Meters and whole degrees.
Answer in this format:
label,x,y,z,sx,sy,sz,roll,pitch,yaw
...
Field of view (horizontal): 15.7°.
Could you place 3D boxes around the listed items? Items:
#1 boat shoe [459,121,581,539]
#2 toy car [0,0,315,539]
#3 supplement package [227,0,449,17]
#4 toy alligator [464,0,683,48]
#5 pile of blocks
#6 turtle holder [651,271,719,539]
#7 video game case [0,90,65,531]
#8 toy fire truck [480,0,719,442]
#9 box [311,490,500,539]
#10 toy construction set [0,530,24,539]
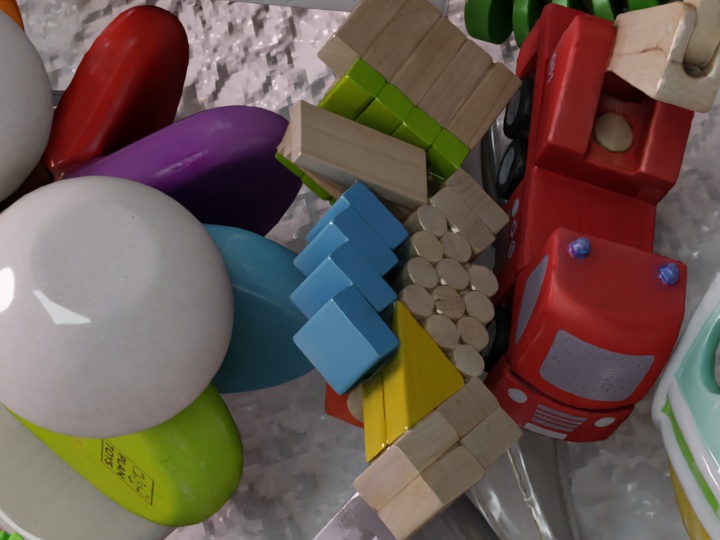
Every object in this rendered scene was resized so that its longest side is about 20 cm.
label,x,y,z,sx,sy,sz,roll,pitch,yaw
boat shoe,0.047,0.018,0.871,0.069,0.071,0.200,-22,69,10
toy car,-0.089,-0.013,0.860,0.150,0.175,0.200,-36,72,-22
supplement package,-0.063,-0.165,0.851,0.199,0.110,0.114,5,47,-4
toy alligator,0.103,-0.105,0.894,0.199,0.059,0.054,-4,73,18
pile of blocks,0.000,0.000,0.801,0.062,0.082,0.200,-46,31,41
turtle holder,0.157,0.066,0.794,0.132,0.141,0.186,34,124,25
video game case,-0.184,0.019,0.976,0.199,0.026,0.181,3,75,19
toy fire truck,0.089,-0.062,0.810,0.049,0.141,0.200,16,57,-11
box,-0.001,0.187,0.815,0.200,0.048,0.159,-49,63,24
toy construction set,-0.105,0.163,0.779,0.131,0.092,0.200,-18,55,-13
